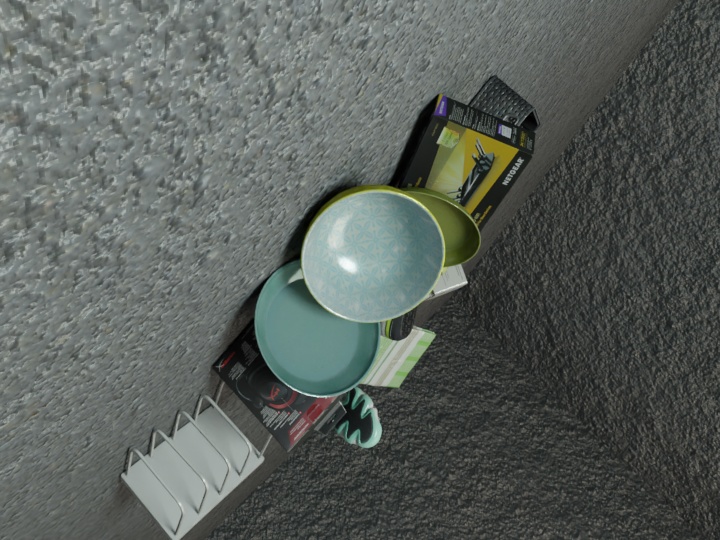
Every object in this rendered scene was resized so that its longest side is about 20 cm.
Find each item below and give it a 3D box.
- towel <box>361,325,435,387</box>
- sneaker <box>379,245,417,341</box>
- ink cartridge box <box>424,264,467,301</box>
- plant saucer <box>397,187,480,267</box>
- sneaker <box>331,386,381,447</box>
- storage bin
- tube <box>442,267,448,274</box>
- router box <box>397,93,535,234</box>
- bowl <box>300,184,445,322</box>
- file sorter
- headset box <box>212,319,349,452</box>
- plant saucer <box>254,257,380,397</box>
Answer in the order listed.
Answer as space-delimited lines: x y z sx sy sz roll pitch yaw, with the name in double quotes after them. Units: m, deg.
0.040 0.154 1.086 0.198 0.031 0.150 19 113 -43 "towel"
0.051 0.010 0.899 0.071 0.082 0.204 24 79 -60 "sneaker"
0.144 0.033 1.391 0.197 0.086 0.146 -20 174 -2 "ink cartridge box"
0.104 -0.075 0.950 0.201 0.197 0.031 110 0 -61 "plant saucer"
-0.001 0.241 0.972 0.078 0.200 0.140 -50 131 -2 "sneaker"
0.249 -0.257 1.057 0.136 0.094 0.200 -51 168 17 "storage bin"
0.194 -0.082 1.064 0.201 0.052 0.058 -50 -154 -11 "tube"
0.154 -0.155 0.890 0.201 0.155 0.053 114 -4 -54 "router box"
0.013 -0.039 0.815 0.201 0.198 0.108 -51 -158 19 "bowl"
-0.261 0.299 0.932 0.199 0.138 0.125 -35 161 -43 "file sorter"
-0.109 0.169 0.899 0.149 0.200 0.075 -48 168 3 "headset box"
-0.064 0.082 0.833 0.199 0.201 0.036 -39 -176 -33 "plant saucer"
